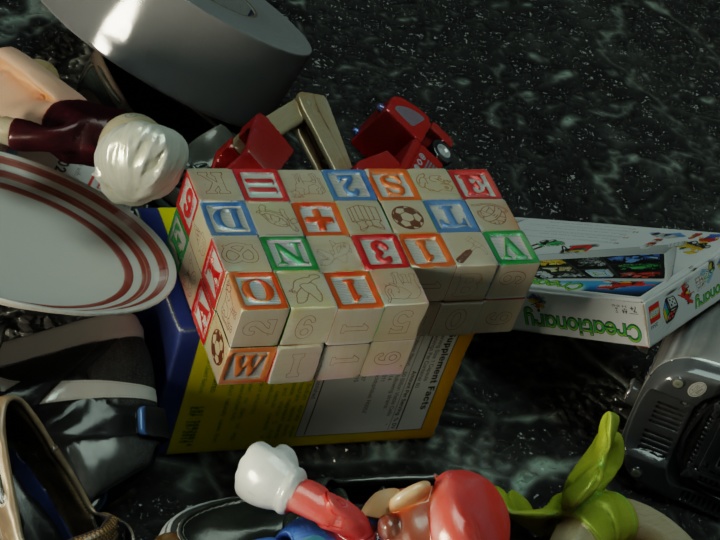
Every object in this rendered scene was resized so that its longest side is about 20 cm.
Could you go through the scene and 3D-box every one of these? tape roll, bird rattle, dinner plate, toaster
[{"bbox_3d":[-0.134,-0.184,1.352,0.199,0.066,0.200,32,13,-8],"label":"tape roll"},{"bbox_3d":[0.149,0.189,1.082,0.162,0.113,0.201,26,39,-20],"label":"bird rattle"},{"bbox_3d":[-0.199,-0.020,1.042,0.198,0.024,0.200,19,19,-7],"label":"dinner plate"},{"bbox_3d":[0.271,0.093,1.231,0.198,0.114,0.129,20,36,5],"label":"toaster"}]

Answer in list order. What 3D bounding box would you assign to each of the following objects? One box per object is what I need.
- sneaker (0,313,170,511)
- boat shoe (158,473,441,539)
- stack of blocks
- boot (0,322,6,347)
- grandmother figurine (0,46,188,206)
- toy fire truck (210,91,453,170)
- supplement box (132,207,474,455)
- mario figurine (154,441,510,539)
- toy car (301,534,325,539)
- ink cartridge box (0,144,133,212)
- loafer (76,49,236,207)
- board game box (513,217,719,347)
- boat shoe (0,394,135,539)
[{"bbox_3d":[-0.203,0.101,1.048,0.198,0.073,0.113,-17,76,-13],"label":"sneaker"},{"bbox_3d":[-0.020,0.146,1.085,0.198,0.057,0.069,0,43,-24],"label":"boat shoe"},{"bbox_3d":[0.000,0.000,1.088,0.198,0.059,0.116,-2,45,-26],"label":"stack of blocks"},{"bbox_3d":[-0.281,0.085,0.981,0.130,0.201,0.068,36,-3,-13],"label":"boot"},{"bbox_3d":[-0.171,-0.087,1.122,0.121,0.061,0.199,-13,25,-36],"label":"grandmother figurine"},{"bbox_3d":[-0.016,-0.076,1.309,0.141,0.049,0.200,43,36,-12],"label":"toy fire truck"},{"bbox_3d":[-0.044,0.034,1.164,0.198,0.109,0.110,-1,43,-25],"label":"supplement box"},{"bbox_3d":[-0.015,0.156,1.027,0.198,0.124,0.107,-13,58,-14],"label":"mario figurine"},{"bbox_3d":[-0.015,0.238,0.934,0.185,0.176,0.200,55,10,6],"label":"toy car"},{"bbox_3d":[-0.212,-0.050,1.222,0.198,0.068,0.116,19,38,-2],"label":"ink cartridge box"},{"bbox_3d":[-0.123,-0.085,1.306,0.199,0.063,0.072,35,40,18],"label":"loafer"},{"bbox_3d":[0.144,0.004,1.260,0.199,0.035,0.126,7,25,43],"label":"board game box"},{"bbox_3d":[-0.149,0.155,0.942,0.201,0.072,0.072,55,32,3],"label":"boat shoe"}]
